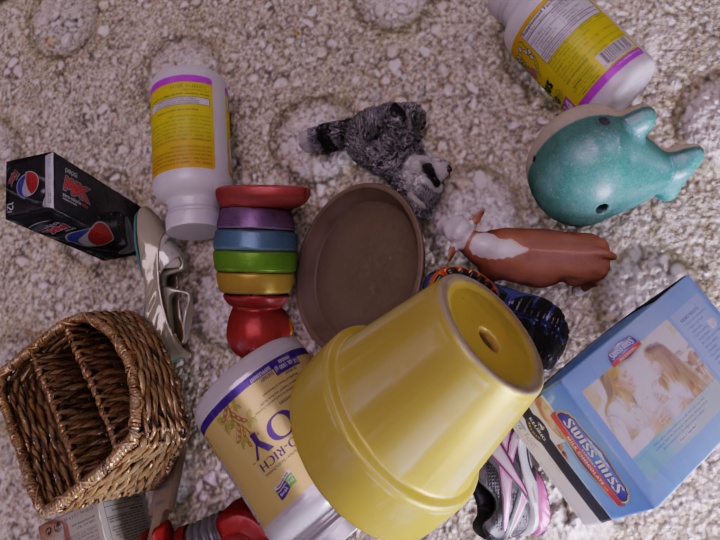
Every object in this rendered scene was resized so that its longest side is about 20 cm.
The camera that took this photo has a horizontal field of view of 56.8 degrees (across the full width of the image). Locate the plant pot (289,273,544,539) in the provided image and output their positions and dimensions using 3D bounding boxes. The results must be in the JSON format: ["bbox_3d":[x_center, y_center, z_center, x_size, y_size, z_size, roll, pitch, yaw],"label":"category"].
[{"bbox_3d":[0.062,0.114,0.625,0.189,0.199,0.203,-46,72,30],"label":"plant pot"}]

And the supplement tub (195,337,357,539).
[{"bbox_3d":[-0.069,0.192,0.710,0.144,0.145,0.202,-39,76,1],"label":"supplement tub"}]

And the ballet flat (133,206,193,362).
[{"bbox_3d":[-0.246,0.017,0.851,0.067,0.069,0.207,-7,86,9],"label":"ballet flat"}]

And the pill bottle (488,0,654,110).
[{"bbox_3d":[0.240,-0.269,0.785,0.103,0.104,0.202,-38,74,1],"label":"pill bottle"}]

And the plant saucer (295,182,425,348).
[{"bbox_3d":[0.000,0.000,0.784,0.196,0.029,0.207,-13,71,39],"label":"plant saucer"}]

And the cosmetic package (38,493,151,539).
[{"bbox_3d":[-0.284,0.372,0.766,0.085,0.103,0.205,-24,73,7],"label":"cosmetic package"}]

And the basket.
[{"bbox_3d":[-0.300,0.144,0.751,0.144,0.147,0.202,-53,56,26],"label":"basket"}]

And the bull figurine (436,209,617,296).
[{"bbox_3d":[0.179,-0.015,0.743,0.194,0.121,0.067,10,79,13],"label":"bull figurine"}]

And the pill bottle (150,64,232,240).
[{"bbox_3d":[-0.217,-0.148,0.858,0.101,0.104,0.207,-7,77,9],"label":"pill bottle"}]

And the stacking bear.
[{"bbox_3d":[-0.123,0.006,0.807,0.110,0.121,0.207,1,91,-16],"label":"stacking bear"}]

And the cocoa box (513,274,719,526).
[{"bbox_3d":[0.271,0.127,0.654,0.197,0.132,0.135,-31,74,-23],"label":"cocoa box"}]

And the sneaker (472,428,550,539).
[{"bbox_3d":[0.137,0.189,0.716,0.084,0.080,0.206,-10,74,-20],"label":"sneaker"}]

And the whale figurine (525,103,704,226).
[{"bbox_3d":[0.281,-0.101,0.726,0.193,0.161,0.106,6,49,-12],"label":"whale figurine"}]

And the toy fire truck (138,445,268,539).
[{"bbox_3d":[-0.174,0.297,0.762,0.172,0.129,0.205,-25,85,4],"label":"toy fire truck"}]

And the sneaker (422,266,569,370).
[{"bbox_3d":[0.151,0.045,0.740,0.197,0.078,0.077,30,90,-19],"label":"sneaker"}]

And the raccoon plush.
[{"bbox_3d":[0.021,-0.124,0.836,0.196,0.095,0.139,-8,89,39],"label":"raccoon plush"}]

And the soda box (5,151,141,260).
[{"bbox_3d":[-0.342,-0.071,0.817,0.061,0.200,0.073,-9,76,9],"label":"soda box"}]
